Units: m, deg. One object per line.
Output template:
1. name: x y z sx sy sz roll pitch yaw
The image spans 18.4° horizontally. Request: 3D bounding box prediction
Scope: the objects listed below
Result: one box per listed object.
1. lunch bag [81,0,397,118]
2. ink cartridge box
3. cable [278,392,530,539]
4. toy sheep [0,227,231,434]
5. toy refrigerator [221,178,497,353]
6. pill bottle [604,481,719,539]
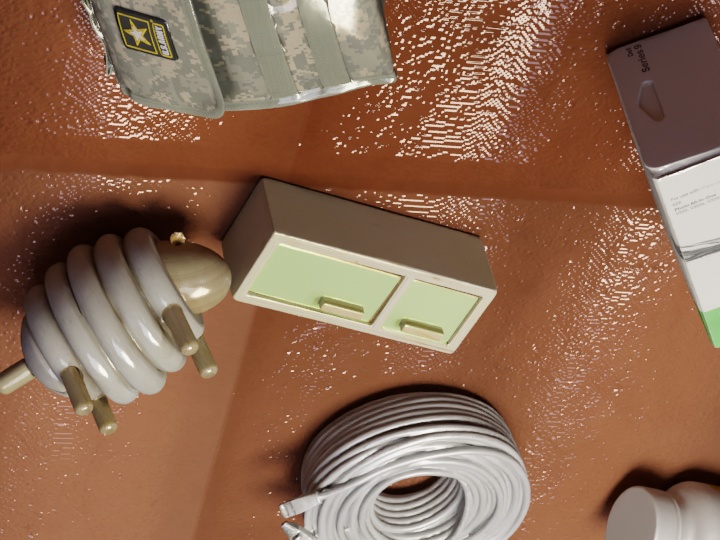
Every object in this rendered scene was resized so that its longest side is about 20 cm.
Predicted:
1. lunch bag: -0.090 -0.192 1.477 0.199 0.118 0.164 -11 136 5
2. ink cartridge box: 0.261 -0.065 1.669 0.084 0.146 0.200 -20 136 7
3. cable: 0.045 0.189 1.924 0.200 0.069 0.200 -32 134 17
4. toy sheep: -0.188 0.042 1.671 0.199 0.138 0.138 -27 135 1
5. toy refrigerator: 0.000 0.000 1.722 0.199 0.070 0.076 15 129 -27
6. pill bottle: 0.328 0.254 2.031 0.199 0.112 0.111 15 129 -26
